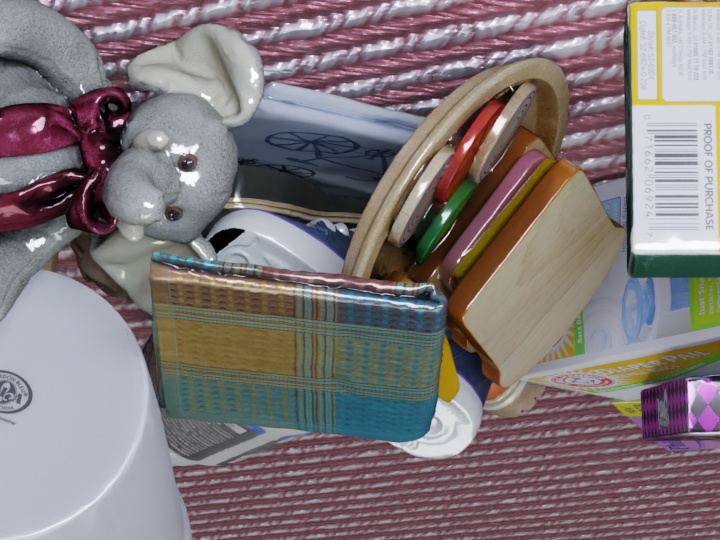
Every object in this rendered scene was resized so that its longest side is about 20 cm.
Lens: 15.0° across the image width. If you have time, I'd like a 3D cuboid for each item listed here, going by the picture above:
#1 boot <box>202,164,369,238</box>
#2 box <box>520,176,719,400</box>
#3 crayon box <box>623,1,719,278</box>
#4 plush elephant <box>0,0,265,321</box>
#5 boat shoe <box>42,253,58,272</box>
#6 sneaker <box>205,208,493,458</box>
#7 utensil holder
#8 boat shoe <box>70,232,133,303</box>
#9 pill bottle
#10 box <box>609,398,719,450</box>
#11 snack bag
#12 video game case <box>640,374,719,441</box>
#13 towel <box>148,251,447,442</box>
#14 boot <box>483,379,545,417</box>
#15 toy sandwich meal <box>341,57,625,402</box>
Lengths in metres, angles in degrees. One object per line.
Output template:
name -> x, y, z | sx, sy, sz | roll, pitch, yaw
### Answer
boot -> -0.034, 0.025, 1.578 | 0.077, 0.139, 0.199 | -5, 168, 41
box -> 0.190, 0.005, 1.611 | 0.101, 0.113, 0.199 | 12, 163, -39
crayon box -> 0.227, -0.063, 1.317 | 0.199, 0.127, 0.052 | 0, 166, 3
plush elephant -> -0.132, -0.051, 1.332 | 0.154, 0.166, 0.200 | 10, -162, 17
boat shoe -> -0.227, 0.001, 1.714 | 0.064, 0.072, 0.200 | 15, 165, -9
sneaker -> 0.000, 0.000, 1.524 | 0.200, 0.147, 0.080 | 39, 127, -22
utensil holder -> -0.179, 0.112, 1.451 | 0.169, 0.171, 0.200 | 0, 150, 1
boat shoe -> -0.138, -0.018, 1.557 | 0.072, 0.065, 0.200 | 18, 178, -7
pill bottle -> -0.087, 0.072, 1.878 | 0.113, 0.115, 0.200 | 8, 164, -26
box -> 0.280, 0.054, 1.825 | 0.199, 0.097, 0.176 | -3, 165, 18
snack bag -> -0.028, -0.066, 1.523 | 0.188, 0.022, 0.200 | 9, 168, -32
video game case -> 0.258, 0.075, 1.536 | 0.180, 0.036, 0.200 | -2, 176, -2
towel -> -0.031, 0.040, 1.356 | 0.146, 0.022, 0.200 | 6, 158, 1
boot -> 0.025, 0.024, 1.718 | 0.107, 0.075, 0.200 | 27, 177, -35
toy sandwich meal -> 0.066, -0.015, 1.408 | 0.070, 0.206, 0.205 | 34, 177, 22
